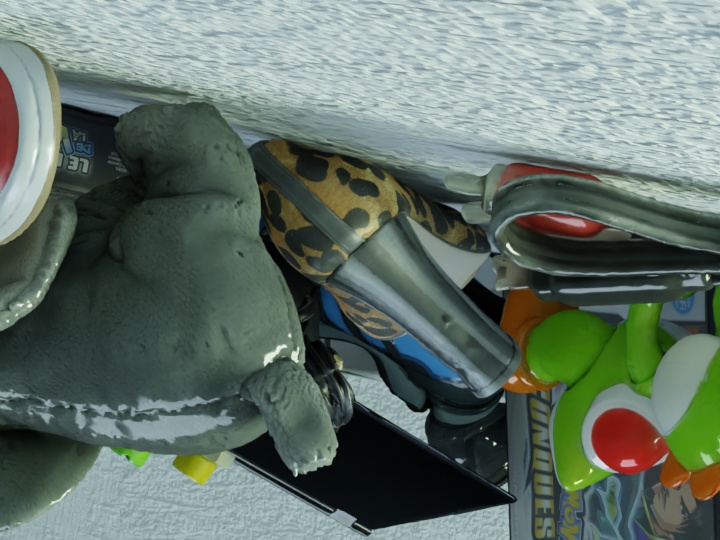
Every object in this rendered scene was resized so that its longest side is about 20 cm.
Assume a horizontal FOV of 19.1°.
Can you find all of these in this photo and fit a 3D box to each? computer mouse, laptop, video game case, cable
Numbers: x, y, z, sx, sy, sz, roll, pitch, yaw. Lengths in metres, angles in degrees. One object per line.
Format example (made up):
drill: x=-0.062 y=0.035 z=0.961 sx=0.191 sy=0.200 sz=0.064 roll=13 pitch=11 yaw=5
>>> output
computer mouse: x=-0.024 y=0.023 z=0.889 sx=0.034 sy=0.059 sz=0.200 roll=-18 pitch=-163 yaw=-8
laptop: x=-0.034 y=0.053 z=1.160 sx=0.187 sy=0.116 sz=0.200 roll=33 pitch=-154 yaw=-26
video game case: x=0.129 y=0.090 z=1.049 sx=0.025 sy=0.200 sz=0.181 roll=-4 pitch=-176 yaw=-30
cable: x=0.126 y=-0.019 z=0.764 sx=0.200 sy=0.050 sz=0.097 roll=-3 pitch=155 yaw=20

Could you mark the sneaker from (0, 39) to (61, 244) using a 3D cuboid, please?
sneaker: x=-0.185 y=-0.053 z=0.712 sx=0.112 sy=0.071 sz=0.200 roll=9 pitch=-179 yaw=-35

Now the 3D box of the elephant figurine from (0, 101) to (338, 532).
elephant figurine: x=-0.129 y=0.024 z=0.786 sx=0.200 sy=0.142 sz=0.155 roll=-14 pitch=180 yaw=-9

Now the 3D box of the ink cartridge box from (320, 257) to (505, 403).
ink cartridge box: x=0.030 y=0.030 z=1.331 sx=0.146 sy=0.084 sz=0.200 roll=12 pitch=177 yaw=-35

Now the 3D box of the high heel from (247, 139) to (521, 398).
high heel: x=-0.009 y=-0.028 z=0.933 sx=0.143 sy=0.071 sz=0.200 roll=42 pitch=-178 yaw=-22

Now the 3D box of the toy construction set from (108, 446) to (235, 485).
toy construction set: x=-0.137 y=0.022 z=0.946 sx=0.200 sy=0.092 sz=0.131 roll=19 pitch=175 yaw=5

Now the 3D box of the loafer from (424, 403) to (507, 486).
loafer: x=0.129 y=0.086 z=1.418 sx=0.200 sy=0.070 sz=0.068 roll=-29 pitch=-160 yaw=-28

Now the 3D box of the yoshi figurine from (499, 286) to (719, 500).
yoshi figurine: x=0.143 y=0.033 z=0.896 sx=0.112 sy=0.112 sz=0.200 roll=-7 pitch=-177 yaw=-26

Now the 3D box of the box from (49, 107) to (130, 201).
box: x=-0.152 y=-0.053 z=0.924 sx=0.200 sy=0.035 sz=0.110 roll=13 pitch=176 yaw=-33

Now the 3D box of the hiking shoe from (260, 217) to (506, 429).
hiking shoe: x=0.000 y=0.000 z=1.076 sx=0.200 sy=0.074 sz=0.087 roll=27 pitch=141 yaw=-11
